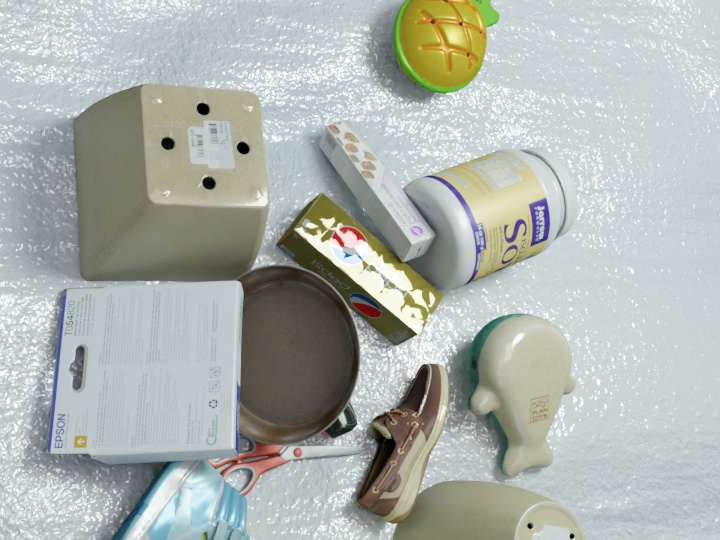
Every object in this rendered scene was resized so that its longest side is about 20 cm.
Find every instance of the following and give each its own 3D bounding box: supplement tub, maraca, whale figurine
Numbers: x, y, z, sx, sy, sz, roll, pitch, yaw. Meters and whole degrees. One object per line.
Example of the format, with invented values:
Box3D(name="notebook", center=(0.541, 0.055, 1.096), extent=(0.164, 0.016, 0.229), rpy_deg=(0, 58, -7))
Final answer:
Box3D(name="supplement tub", center=(0.159, -0.070, 1.521), extent=(0.200, 0.145, 0.146), rpy_deg=(-21, 84, -29))
Box3D(name="maraca", center=(0.115, -0.322, 1.603), extent=(0.137, 0.107, 0.200), rpy_deg=(40, 61, -18))
Box3D(name="whale figurine", center=(0.194, 0.152, 1.509), extent=(0.159, 0.104, 0.201), rpy_deg=(-12, 103, -28))

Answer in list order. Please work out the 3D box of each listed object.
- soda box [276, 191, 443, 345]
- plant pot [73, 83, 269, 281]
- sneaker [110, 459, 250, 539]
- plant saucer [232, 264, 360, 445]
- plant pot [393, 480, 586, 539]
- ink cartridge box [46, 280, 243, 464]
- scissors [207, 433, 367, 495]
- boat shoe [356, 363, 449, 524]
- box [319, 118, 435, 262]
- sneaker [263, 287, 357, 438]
Box3D(name="soda box", center=(0.000, 0.000, 1.469), extent=(0.200, 0.064, 0.068), rpy_deg=(40, 61, -9))
Box3D(name="plant pot", center=(-0.199, -0.108, 1.343), extent=(0.199, 0.177, 0.201), rpy_deg=(1, 73, -25))
Box3D(name="sneaker", center=(-0.191, 0.296, 1.274), extent=(0.130, 0.080, 0.200), rpy_deg=(39, 62, -8))
Box3D(name="plant saucer", center=(-0.087, 0.094, 1.352), extent=(0.032, 0.200, 0.201), rpy_deg=(5, 66, -67))
Box3D(name="plant pot", center=(0.163, 0.320, 1.366), extent=(0.187, 0.200, 0.188), rpy_deg=(8, 71, -24))
Box3D(name="ink cartridge box", center=(-0.228, 0.109, 1.304), extent=(0.199, 0.041, 0.200), rpy_deg=(-1, 64, 2))
Box3D(name="scissors", center=(-0.085, 0.205, 1.390), extent=(0.199, 0.014, 0.073), rpy_deg=(-15, 80, -28))
Box3D(name="boat shoe", center=(0.046, 0.194, 1.427), extent=(0.072, 0.072, 0.201), rpy_deg=(27, 70, -17))
Box3D(name="box", center=(0.018, -0.101, 1.488), extent=(0.039, 0.041, 0.200), rpy_deg=(-21, 63, -31))
Box3D(name="sneaker", center=(-0.045, 0.093, 1.409), extent=(0.086, 0.080, 0.201), rpy_deg=(-22, 85, -31))
